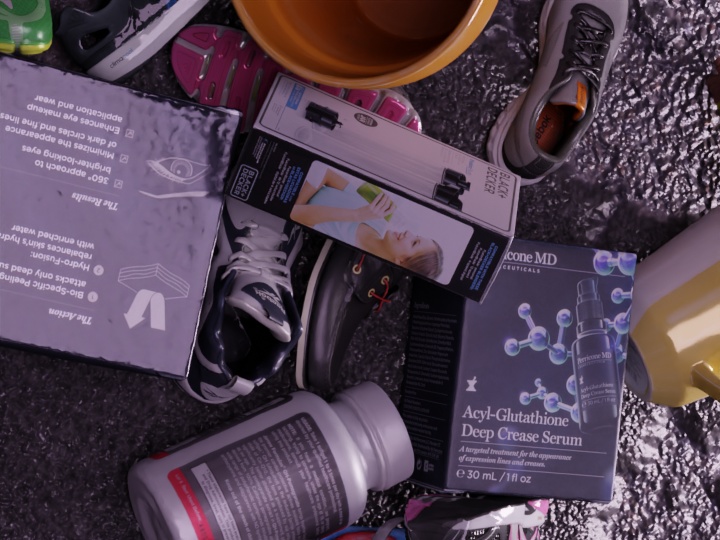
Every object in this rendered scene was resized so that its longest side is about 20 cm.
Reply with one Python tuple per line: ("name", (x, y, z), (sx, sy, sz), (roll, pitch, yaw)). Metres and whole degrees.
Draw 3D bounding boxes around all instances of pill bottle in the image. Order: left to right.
("pill bottle", (-0.065, 0.158, 1.518), (0.200, 0.111, 0.111), (-23, 100, -20))

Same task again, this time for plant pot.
("plant pot", (0.023, -0.230, 1.485), (0.199, 0.183, 0.201), (1, 93, 17))

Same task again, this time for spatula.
("spatula", (0.025, 0.197, 1.539), (0.200, 0.056, 0.021), (-8, 96, -63))

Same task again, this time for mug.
("mug", (0.282, 0.035, 1.625), (0.153, 0.187, 0.150), (-26, 96, -11))

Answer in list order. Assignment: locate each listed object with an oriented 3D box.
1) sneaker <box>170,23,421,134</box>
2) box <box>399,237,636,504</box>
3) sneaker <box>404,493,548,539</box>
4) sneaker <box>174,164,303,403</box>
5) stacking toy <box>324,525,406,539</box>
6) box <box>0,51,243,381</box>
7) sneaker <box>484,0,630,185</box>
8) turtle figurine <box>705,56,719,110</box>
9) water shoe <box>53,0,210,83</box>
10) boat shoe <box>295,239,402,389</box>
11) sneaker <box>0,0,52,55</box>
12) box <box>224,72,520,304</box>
("sneaker", (-0.047, -0.139, 1.542), (0.199, 0.087, 0.074), (18, 109, 0))
("box", (0.121, 0.076, 1.594), (0.148, 0.107, 0.201), (6, 89, -21))
("sneaker", (0.096, 0.217, 1.553), (0.200, 0.080, 0.087), (10, 83, -61))
("sneaker", (-0.074, 0.006, 1.500), (0.079, 0.130, 0.200), (27, 82, -22))
("stacking toy", (0.026, 0.258, 1.510), (0.116, 0.200, 0.110), (6, 89, -23))
("box", (-0.210, -0.038, 1.450), (0.196, 0.117, 0.201), (14, 86, -21))
("sneaker", (0.173, -0.160, 1.623), (0.074, 0.079, 0.201), (26, 81, -19))
("turtle figurine", (0.332, -0.094, 1.674), (0.064, 0.200, 0.162), (-21, 76, 13))
("water shoe", (-0.142, -0.227, 1.497), (0.079, 0.071, 0.200), (45, 75, -15))
("boat shoe", (0.000, -0.001, 1.541), (0.063, 0.074, 0.202), (16, 71, 10))
("sneaker", (-0.250, -0.229, 1.398), (0.074, 0.084, 0.200), (1, 50, -19))
("box", (0.013, -0.061, 1.455), (0.199, 0.117, 0.060), (24, 115, -3))
